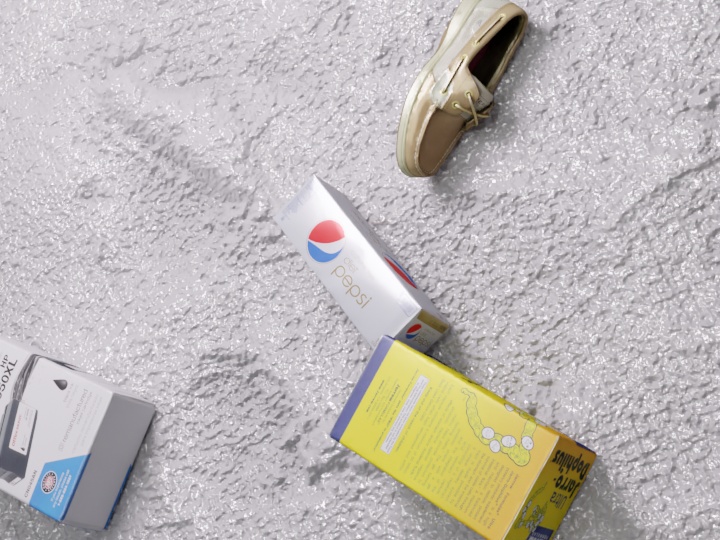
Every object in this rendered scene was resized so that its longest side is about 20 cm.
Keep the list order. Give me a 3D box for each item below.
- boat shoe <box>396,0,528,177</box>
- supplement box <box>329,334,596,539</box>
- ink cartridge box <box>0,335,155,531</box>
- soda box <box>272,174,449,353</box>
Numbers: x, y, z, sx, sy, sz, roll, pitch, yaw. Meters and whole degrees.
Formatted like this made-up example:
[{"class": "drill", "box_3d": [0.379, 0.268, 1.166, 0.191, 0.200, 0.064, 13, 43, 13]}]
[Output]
[{"class": "boat shoe", "box_3d": [0.100, -0.179, 1.482, 0.066, 0.074, 0.201, 22, 87, 36]}, {"class": "supplement box", "box_3d": [0.092, 0.157, 1.371, 0.199, 0.109, 0.110, 30, 91, 30]}, {"class": "ink cartridge box", "box_3d": [-0.337, 0.169, 1.609, 0.199, 0.084, 0.146, 20, 85, 31]}, {"class": "soda box", "box_3d": [0.000, 0.000, 1.484, 0.064, 0.068, 0.200, -44, 58, 10]}]
